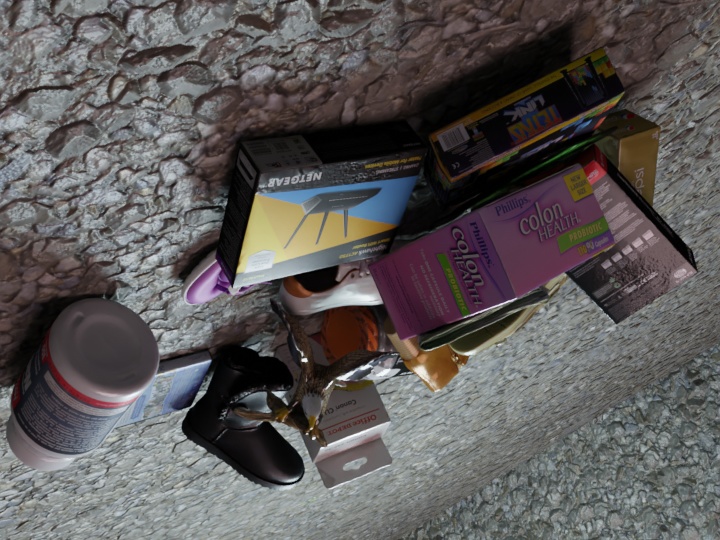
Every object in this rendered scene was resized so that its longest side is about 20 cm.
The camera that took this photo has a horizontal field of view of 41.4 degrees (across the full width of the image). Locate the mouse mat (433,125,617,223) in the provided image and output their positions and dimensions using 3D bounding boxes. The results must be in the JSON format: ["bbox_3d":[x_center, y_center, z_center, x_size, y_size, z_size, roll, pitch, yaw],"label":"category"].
[{"bbox_3d":[0.192,-0.111,1.121,0.160,0.008,0.199,-24,175,-41],"label":"mouse mat"}]

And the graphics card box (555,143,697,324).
[{"bbox_3d":[0.293,-0.040,1.140,0.200,0.051,0.125,42,120,-17],"label":"graphics card box"}]

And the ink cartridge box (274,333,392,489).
[{"bbox_3d":[-0.034,0.191,1.351,0.115,0.202,0.068,-17,155,-21],"label":"ink cartridge box"}]

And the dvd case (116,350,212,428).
[{"bbox_3d":[-0.300,0.167,1.248,0.198,0.018,0.143,-14,153,-31],"label":"dvd case"}]

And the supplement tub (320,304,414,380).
[{"bbox_3d":[0.047,0.085,1.322,0.198,0.124,0.123,-3,147,-45],"label":"supplement tub"}]

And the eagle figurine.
[{"bbox_3d":[-0.051,0.126,1.165,0.150,0.151,0.202,-7,132,-34],"label":"eagle figurine"}]

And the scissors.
[{"bbox_3d":[0.191,-0.100,1.130,0.073,0.014,0.199,-26,177,30],"label":"scissors"}]

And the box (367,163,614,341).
[{"bbox_3d":[0.141,-0.017,1.046,0.175,0.098,0.199,-24,178,-38],"label":"box"}]

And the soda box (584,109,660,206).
[{"bbox_3d":[0.322,-0.091,1.195,0.063,0.068,0.203,-18,124,-21],"label":"soda box"}]

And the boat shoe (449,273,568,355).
[{"bbox_3d":[0.195,0.045,1.227,0.200,0.073,0.063,-43,141,-16],"label":"boat shoe"}]

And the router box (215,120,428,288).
[{"bbox_3d":[-0.040,-0.069,0.968,0.198,0.051,0.150,-13,140,-32],"label":"router box"}]

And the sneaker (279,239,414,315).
[{"bbox_3d":[0.000,0.000,1.158,0.197,0.074,0.085,-18,158,-18],"label":"sneaker"}]

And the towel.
[{"bbox_3d":[0.135,0.053,1.095,0.151,0.024,0.200,-25,179,2],"label":"towel"}]

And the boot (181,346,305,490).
[{"bbox_3d":[-0.133,0.204,1.313,0.198,0.077,0.169,31,125,-11],"label":"boot"}]

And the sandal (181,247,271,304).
[{"bbox_3d":[-0.109,-0.011,1.047,0.201,0.050,0.082,-32,156,5],"label":"sandal"}]

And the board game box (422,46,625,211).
[{"bbox_3d":[0.166,-0.144,1.018,0.198,0.057,0.165,-27,171,-1],"label":"board game box"}]

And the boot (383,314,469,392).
[{"bbox_3d":[0.117,0.047,1.256,0.202,0.070,0.144,-55,132,-14],"label":"boot"}]

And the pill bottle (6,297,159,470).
[{"bbox_3d":[-0.311,0.133,1.038,0.118,0.121,0.200,-2,146,-44],"label":"pill bottle"}]
